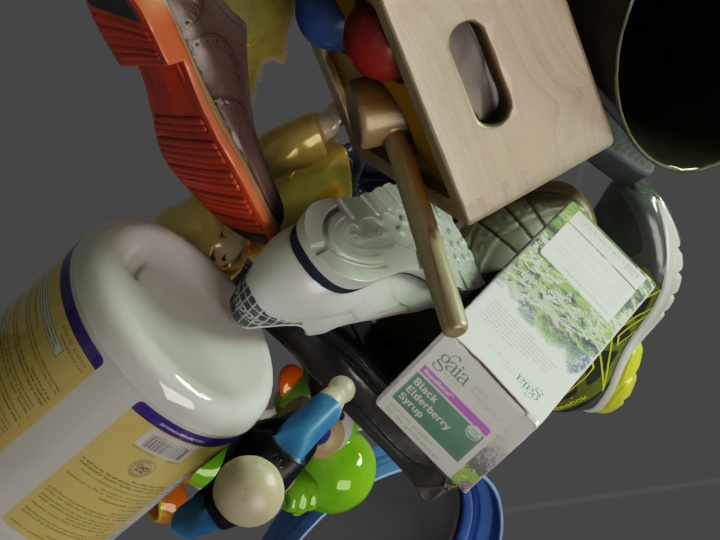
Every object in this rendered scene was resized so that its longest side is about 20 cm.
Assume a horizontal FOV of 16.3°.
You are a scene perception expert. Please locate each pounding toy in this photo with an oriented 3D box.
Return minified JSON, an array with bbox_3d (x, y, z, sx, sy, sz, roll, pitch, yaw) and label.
[{"bbox_3d":[0.039,-0.102,1.417,0.142,0.184,0.200,-29,117,-14],"label":"pounding toy"}]

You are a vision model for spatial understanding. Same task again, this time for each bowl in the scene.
[{"bbox_3d":[0.009,0.206,1.791,0.200,0.039,0.201,-20,134,-23],"label":"bowl"}]

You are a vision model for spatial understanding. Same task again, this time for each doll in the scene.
[{"bbox_3d":[-0.053,0.111,1.459,0.136,0.048,0.200,-40,179,8],"label":"doll"}]

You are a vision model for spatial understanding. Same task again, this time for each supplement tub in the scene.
[{"bbox_3d":[-0.164,0.081,1.455,0.200,0.146,0.145,-39,141,25],"label":"supplement tub"}]

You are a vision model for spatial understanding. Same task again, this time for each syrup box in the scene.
[{"bbox_3d":[0.097,0.044,1.537,0.081,0.079,0.200,-46,178,38],"label":"syrup box"}]

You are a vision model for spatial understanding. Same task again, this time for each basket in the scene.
[{"bbox_3d":[0.150,-0.180,1.464,0.136,0.200,0.181,-27,135,-16],"label":"basket"}]

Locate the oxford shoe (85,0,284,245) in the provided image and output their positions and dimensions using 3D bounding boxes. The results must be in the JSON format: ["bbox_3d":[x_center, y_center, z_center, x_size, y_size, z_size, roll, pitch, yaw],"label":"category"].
[{"bbox_3d":[-0.081,-0.103,1.428,0.073,0.071,0.200,-43,126,-28],"label":"oxford shoe"}]

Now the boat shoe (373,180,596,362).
[{"bbox_3d":[0.073,0.011,1.665,0.200,0.073,0.065,-36,177,-26],"label":"boat shoe"}]

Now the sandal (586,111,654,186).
[{"bbox_3d":[0.123,-0.100,1.610,0.043,0.076,0.200,-28,143,24],"label":"sandal"}]

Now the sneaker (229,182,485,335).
[{"bbox_3d":[0.000,0.000,1.500,0.080,0.076,0.200,-42,157,26],"label":"sneaker"}]

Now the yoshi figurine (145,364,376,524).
[{"bbox_3d":[-0.062,0.129,1.636,0.200,0.113,0.112,-14,147,-31],"label":"yoshi figurine"}]

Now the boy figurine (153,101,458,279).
[{"bbox_3d":[-0.032,-0.047,1.539,0.200,0.064,0.125,-16,135,-29],"label":"boy figurine"}]

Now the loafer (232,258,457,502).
[{"bbox_3d":[-0.009,0.068,1.569,0.072,0.200,0.073,-55,174,17],"label":"loafer"}]

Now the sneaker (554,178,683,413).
[{"bbox_3d":[0.160,0.025,1.731,0.084,0.074,0.200,-11,129,-29],"label":"sneaker"}]
